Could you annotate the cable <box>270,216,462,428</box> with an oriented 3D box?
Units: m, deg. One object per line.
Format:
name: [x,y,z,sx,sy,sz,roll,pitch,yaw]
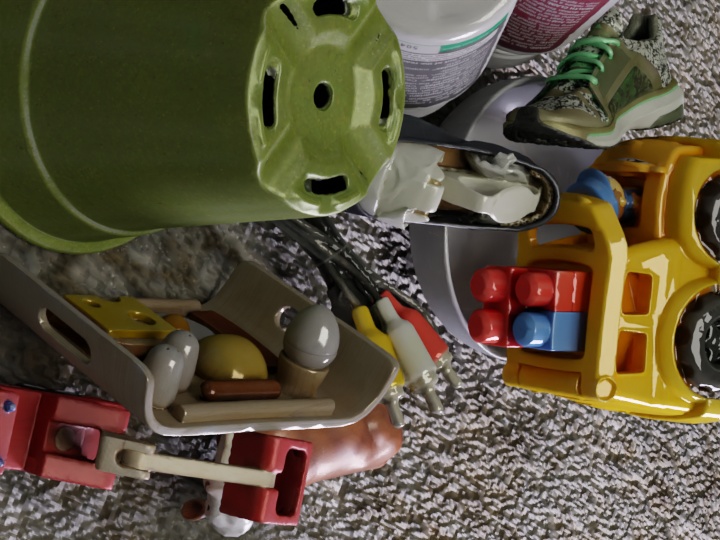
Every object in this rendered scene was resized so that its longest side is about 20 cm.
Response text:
cable: [0.000,0.000,1.140,0.097,0.050,0.200,-28,91,-52]

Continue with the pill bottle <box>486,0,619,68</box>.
pill bottle: [0.119,-0.207,1.175,0.114,0.200,0.115,4,76,-16]

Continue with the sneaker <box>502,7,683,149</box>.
sneaker: [0.156,-0.134,1.244,0.200,0.077,0.089,-24,113,-54]

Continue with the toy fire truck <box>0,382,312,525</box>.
toy fire truck: [-0.138,0.096,0.980,0.200,0.141,0.049,15,85,-50]

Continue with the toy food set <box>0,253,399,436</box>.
toy food set: [-0.090,0.029,1.015,0.200,0.143,0.061,4,114,-50]

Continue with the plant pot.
plant pot: [-0.084,-0.099,0.972,0.200,0.190,0.201,-10,103,-48]

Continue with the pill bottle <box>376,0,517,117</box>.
pill bottle: [0.032,-0.161,1.090,0.200,0.113,0.113,111,-2,-78]

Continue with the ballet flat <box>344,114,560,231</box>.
ballet flat: [0.047,-0.057,1.142,0.200,0.073,0.073,7,91,-36]

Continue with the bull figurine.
bull figurine: [-0.043,0.093,1.151,0.200,0.065,0.122,-9,97,-54]

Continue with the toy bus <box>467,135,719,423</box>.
toy bus: [0.162,-0.001,1.246,0.192,0.136,0.201,7,90,-35]

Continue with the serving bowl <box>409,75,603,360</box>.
serving bowl: [0.097,-0.039,1.294,0.200,0.066,0.201,-11,104,-48]
